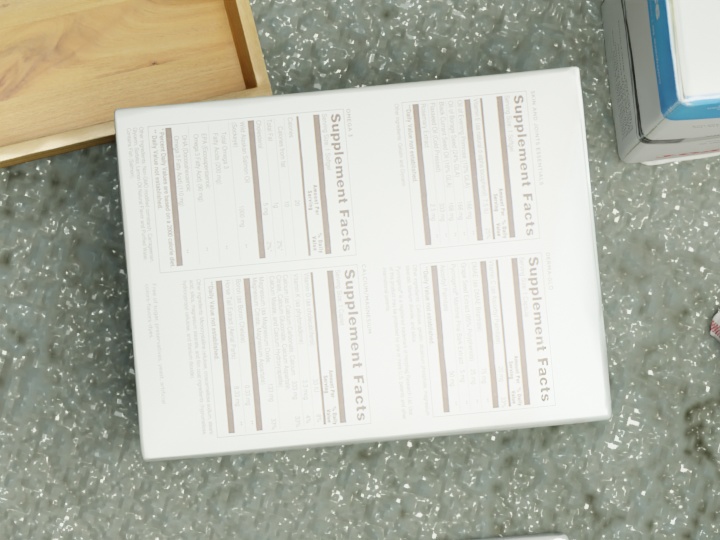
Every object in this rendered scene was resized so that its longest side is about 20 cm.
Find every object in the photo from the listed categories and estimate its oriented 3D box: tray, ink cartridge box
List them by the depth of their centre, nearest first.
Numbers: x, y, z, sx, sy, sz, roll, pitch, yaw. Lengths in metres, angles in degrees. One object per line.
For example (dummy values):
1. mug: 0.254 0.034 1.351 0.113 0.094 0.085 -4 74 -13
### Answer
1. ink cartridge box: 0.191 -0.106 0.939 0.143 0.200 0.085 -8 86 -1
2. tray: -0.150 -0.104 0.997 0.198 0.037 0.100 -14 89 -13

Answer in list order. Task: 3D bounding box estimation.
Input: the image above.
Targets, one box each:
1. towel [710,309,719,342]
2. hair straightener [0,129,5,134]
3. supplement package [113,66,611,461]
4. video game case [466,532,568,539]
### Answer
1. towel: 0.266 -0.006 0.968 0.199 0.146 0.030 -39 112 -1
2. hair straightener: -0.228 -0.148 1.014 0.077 0.041 0.200 -40 89 -1
3. supplement package: 0.000 0.000 0.957 0.198 0.152 0.152 -5 88 -1
4. video game case: 0.007 0.206 1.018 0.198 0.018 0.145 -5 89 -1
